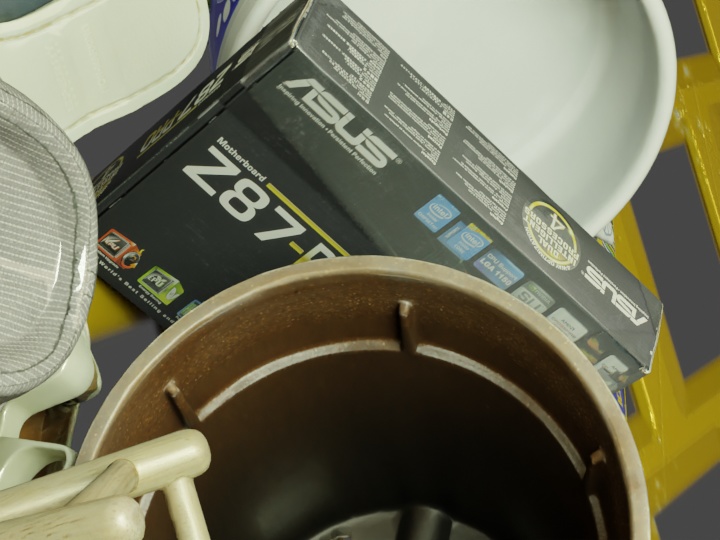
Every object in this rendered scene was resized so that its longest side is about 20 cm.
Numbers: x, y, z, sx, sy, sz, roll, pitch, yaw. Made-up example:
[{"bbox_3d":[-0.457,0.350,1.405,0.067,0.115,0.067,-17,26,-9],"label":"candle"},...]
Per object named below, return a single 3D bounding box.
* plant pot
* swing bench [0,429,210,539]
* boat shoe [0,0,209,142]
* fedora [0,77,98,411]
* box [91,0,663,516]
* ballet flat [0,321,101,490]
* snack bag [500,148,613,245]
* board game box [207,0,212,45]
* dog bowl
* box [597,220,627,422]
[{"bbox_3d":[0.007,0.126,0.731,0.199,0.198,0.202,75,12,-65],"label":"plant pot"},{"bbox_3d":[-0.118,0.174,0.545,0.130,0.198,0.201,-34,108,-85],"label":"swing bench"},{"bbox_3d":[-0.145,-0.073,0.724,0.200,0.061,0.076,-36,120,-37],"label":"boat shoe"},{"bbox_3d":[-0.157,-0.014,0.603,0.199,0.090,0.179,30,68,-43],"label":"fedora"},{"bbox_3d":[0.000,0.000,0.795,0.200,0.161,0.049,42,39,-18],"label":"box"},{"bbox_3d":[-0.121,0.060,0.706,0.067,0.062,0.202,38,45,-46],"label":"ballet flat"},{"bbox_3d":[0.076,-0.124,1.044,0.188,0.021,0.202,29,42,-60],"label":"snack bag"},{"bbox_3d":[-0.039,-0.197,0.980,0.199,0.061,0.202,8,67,-56],"label":"board game box"},{"bbox_3d":[0.033,-0.089,0.850,0.200,0.199,0.079,51,14,-34],"label":"dog bowl"},{"bbox_3d":[0.109,0.025,1.121,0.070,0.064,0.202,34,48,-48],"label":"box"}]
